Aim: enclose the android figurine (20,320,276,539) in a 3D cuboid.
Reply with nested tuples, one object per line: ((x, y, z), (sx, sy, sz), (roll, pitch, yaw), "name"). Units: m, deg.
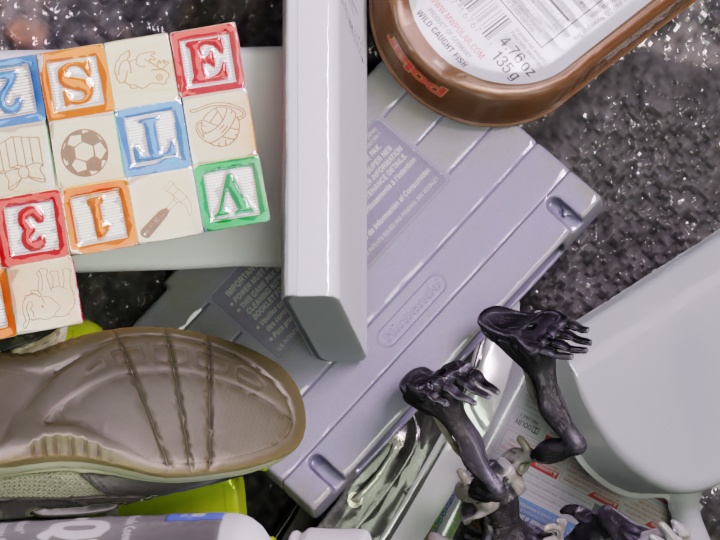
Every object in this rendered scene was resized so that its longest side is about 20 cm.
((-0.136, 0.113, 1.356), (0.200, 0.041, 0.182), (-6, 99, 4), "android figurine")

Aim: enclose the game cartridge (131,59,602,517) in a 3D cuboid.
((0.000, 0.000, 1.393), (0.130, 0.038, 0.200), (41, 82, 16), "game cartridge")

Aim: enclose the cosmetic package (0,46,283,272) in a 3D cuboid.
((-0.132, -0.048, 1.332), (0.200, 0.074, 0.102), (0, 91, -10), "cosmetic package")

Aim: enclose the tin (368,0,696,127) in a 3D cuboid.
((0.095, -0.149, 1.402), (0.200, 0.042, 0.112), (-38, 88, -21), "tin")

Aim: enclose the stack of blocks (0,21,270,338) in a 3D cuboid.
((-0.143, -0.032, 1.265), (0.200, 0.059, 0.115), (-11, 93, -9), "stack of blocks")

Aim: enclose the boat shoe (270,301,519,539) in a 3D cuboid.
((0.009, 0.088, 1.415), (0.064, 0.071, 0.200), (29, 86, -17), "boat shoe")

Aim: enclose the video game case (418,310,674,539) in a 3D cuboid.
((0.090, 0.136, 1.454), (0.143, 0.018, 0.200), (29, 87, -38), "video game case")

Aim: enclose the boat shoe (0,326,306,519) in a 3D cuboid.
((-0.126, 0.071, 1.292), (0.200, 0.066, 0.072), (-3, 63, -20), "boat shoe")

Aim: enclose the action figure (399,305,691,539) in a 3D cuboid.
((0.078, 0.122, 1.362), (0.119, 0.102, 0.200), (-26, 123, -18), "action figure")

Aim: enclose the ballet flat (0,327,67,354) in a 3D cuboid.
((-0.223, 0.049, 1.327), (0.200, 0.067, 0.057), (-15, 127, 6), "ballet flat")

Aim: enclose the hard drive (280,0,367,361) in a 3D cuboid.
((-0.015, -0.071, 1.327), (0.027, 0.132, 0.200), (-2, 76, 6), "hard drive")

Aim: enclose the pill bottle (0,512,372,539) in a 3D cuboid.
((-0.094, 0.161, 1.284), (0.200, 0.114, 0.114), (-2, 98, 4), "pill bottle")

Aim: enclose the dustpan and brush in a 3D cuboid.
((0.156, 0.083, 1.447), (0.139, 0.057, 0.200), (-31, 113, -29), "dustpan and brush")
